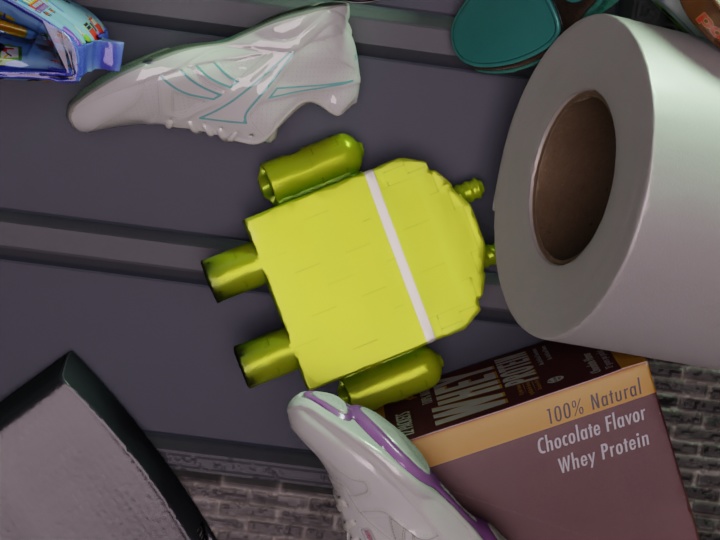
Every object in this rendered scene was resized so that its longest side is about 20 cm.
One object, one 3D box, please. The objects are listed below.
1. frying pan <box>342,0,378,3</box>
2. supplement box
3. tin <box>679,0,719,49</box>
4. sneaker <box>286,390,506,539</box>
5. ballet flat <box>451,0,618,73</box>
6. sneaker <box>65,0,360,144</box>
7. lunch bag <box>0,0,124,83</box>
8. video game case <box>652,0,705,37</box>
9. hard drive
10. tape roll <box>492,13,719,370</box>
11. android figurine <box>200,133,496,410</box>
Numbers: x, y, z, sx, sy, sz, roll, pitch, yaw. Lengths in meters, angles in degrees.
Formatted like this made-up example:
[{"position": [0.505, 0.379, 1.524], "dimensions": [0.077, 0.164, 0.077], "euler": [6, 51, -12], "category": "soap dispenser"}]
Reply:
[{"position": [0.024, -0.205, 1.256], "dimensions": [0.115, 0.031, 0.190], "euler": [-48, 68, 17], "category": "frying pan"}, {"position": [0.117, 0.167, 1.312], "dimensions": [0.195, 0.133, 0.202], "euler": [-18, 100, 2], "category": "supplement box"}, {"position": [0.265, -0.206, 1.203], "dimensions": [0.112, 0.042, 0.201], "euler": [35, 60, 2], "category": "tin"}, {"position": [0.016, 0.161, 1.202], "dimensions": [0.100, 0.075, 0.200], "euler": [-43, 98, 6], "category": "sneaker"}, {"position": [0.139, -0.183, 1.256], "dimensions": [0.070, 0.200, 0.068], "euler": [-17, 80, -38], "category": "ballet flat"}, {"position": [-0.094, -0.115, 1.289], "dimensions": [0.198, 0.070, 0.081], "euler": [-16, 103, 0], "category": "sneaker"}, {"position": [-0.244, -0.164, 1.233], "dimensions": [0.198, 0.151, 0.095], "euler": [14, 100, -4], "category": "lunch bag"}, {"position": [0.251, -0.260, 1.286], "dimensions": [0.181, 0.045, 0.200], "euler": [43, 96, -9], "category": "video game case"}, {"position": [-0.189, 0.173, 1.345], "dimensions": [0.134, 0.042, 0.201], "euler": [-35, 99, -1], "category": "hard drive"}, {"position": [0.188, -0.046, 1.222], "dimensions": [0.138, 0.203, 0.205], "euler": [10, 100, -21], "category": "tape roll"}, {"position": [0.000, 0.000, 1.313], "dimensions": [0.198, 0.041, 0.184], "euler": [-23, 92, -7], "category": "android figurine"}]
